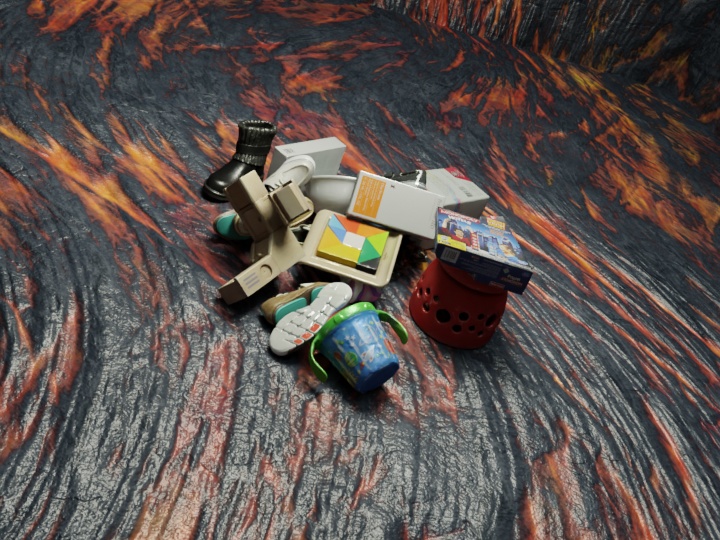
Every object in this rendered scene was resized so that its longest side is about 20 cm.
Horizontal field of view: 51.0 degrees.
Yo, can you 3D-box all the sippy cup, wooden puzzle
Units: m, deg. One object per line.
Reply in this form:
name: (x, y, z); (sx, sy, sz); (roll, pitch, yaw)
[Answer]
sippy cup: (0.002, 0.151, 1.408); (0.131, 0.178, 0.140); (54, 3, 25)
wooden puzzle: (-0.019, -0.054, 1.611); (0.199, 0.037, 0.185); (15, 43, 4)

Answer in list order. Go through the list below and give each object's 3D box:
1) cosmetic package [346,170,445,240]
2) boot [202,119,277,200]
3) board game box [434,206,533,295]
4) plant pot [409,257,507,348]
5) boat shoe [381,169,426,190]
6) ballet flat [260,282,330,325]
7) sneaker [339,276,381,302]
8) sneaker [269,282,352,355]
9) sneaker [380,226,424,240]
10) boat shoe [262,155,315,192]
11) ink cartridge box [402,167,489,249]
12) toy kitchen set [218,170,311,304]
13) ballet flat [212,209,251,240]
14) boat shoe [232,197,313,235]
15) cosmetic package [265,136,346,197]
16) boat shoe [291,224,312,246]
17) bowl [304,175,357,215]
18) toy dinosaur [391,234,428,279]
cosmetic package: (0.077, -0.143, 1.676); (0.199, 0.102, 0.071); (16, 0, -5)
boot: (-0.285, -0.267, 1.786); (0.079, 0.158, 0.211); (30, 35, 13)
board game box: (0.242, -0.055, 1.550); (0.199, 0.062, 0.200); (18, 32, -5)
plant pot: (0.225, 0.037, 1.632); (0.199, 0.183, 0.201); (14, 32, -9)
boat shoe: (0.084, -0.209, 1.826); (0.199, 0.057, 0.068); (3, -15, 45)
ballet flat: (-0.120, 0.060, 1.526); (0.200, 0.068, 0.072); (-21, 33, -40)
sneaker: (0.000, 0.000, 1.657); (0.088, 0.081, 0.201); (14, 39, -22)
sneaker: (-0.087, 0.110, 1.458); (0.200, 0.082, 0.077); (-37, 54, -25)
sneaker: (0.088, -0.125, 1.797); (0.199, 0.079, 0.090); (7, -13, 44)
boat shoe: (-0.189, -0.189, 1.716); (0.072, 0.199, 0.066); (57, 14, -26)
ink cartridge box: (0.190, -0.158, 1.908); (0.199, 0.145, 0.145); (-11, 46, -39)
toy kitchen set: (-0.207, -0.077, 1.465); (0.180, 0.163, 0.201); (-39, 102, -41)
ballet flat: (-0.248, -0.106, 1.684); (0.199, 0.068, 0.067); (-1, 20, -38)
boat shoe: (-0.175, -0.114, 1.642); (0.199, 0.072, 0.076); (-24, 18, -33)
cosmetic package: (-0.138, -0.238, 1.834); (0.052, 0.151, 0.200); (40, 38, 28)
boat shoe: (-0.115, -0.063, 1.679); (0.199, 0.069, 0.075); (-16, 49, -42)
bowl: (-0.043, -0.156, 1.793); (0.200, 0.091, 0.201); (7, -8, 1)
toy dinosaur: (0.064, -0.050, 1.764); (0.199, 0.103, 0.136); (-2, 18, -6)
